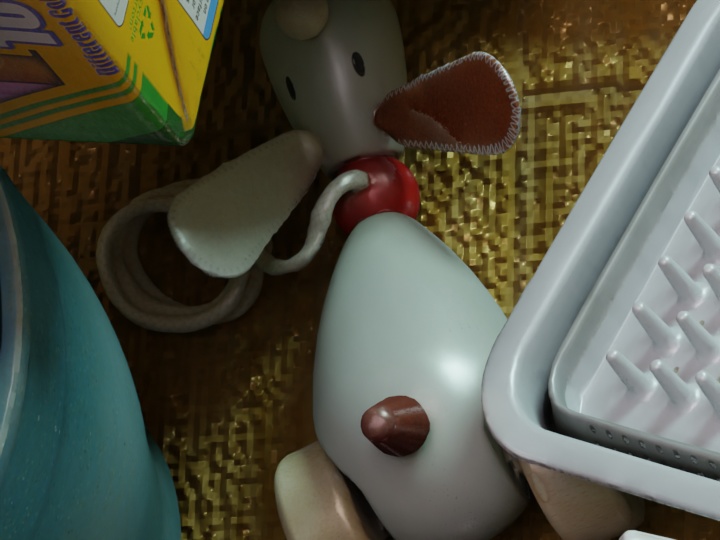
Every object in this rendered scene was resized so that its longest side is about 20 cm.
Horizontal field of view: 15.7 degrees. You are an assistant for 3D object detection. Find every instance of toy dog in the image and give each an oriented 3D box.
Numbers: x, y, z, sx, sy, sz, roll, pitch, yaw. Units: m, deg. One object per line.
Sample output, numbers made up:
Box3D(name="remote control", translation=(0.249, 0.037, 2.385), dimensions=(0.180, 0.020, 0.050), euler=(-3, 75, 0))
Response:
Box3D(name="toy dog", translation=(0.000, 0.000, 0.725), dimensions=(0.132, 0.096, 0.200), euler=(-40, 62, 1))

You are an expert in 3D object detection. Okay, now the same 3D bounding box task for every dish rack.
Box3D(name="dish rack", translation=(0.140, 0.000, 0.635), dimensions=(0.199, 0.044, 0.172), euler=(14, 65, 44))

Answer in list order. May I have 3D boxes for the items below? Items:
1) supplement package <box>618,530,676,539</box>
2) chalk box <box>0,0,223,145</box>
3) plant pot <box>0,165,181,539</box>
Box3D(name="supplement package", translation=(0.137, 0.145, 0.574), dimensions=(0.198, 0.120, 0.122), euler=(12, 73, 1))
Box3D(name="chalk box", translation=(-0.135, -0.112, 0.596), dimensions=(0.198, 0.124, 0.125), euler=(5, 68, 22))
Box3D(name="plant pot", translation=(-0.141, 0.060, 0.702), dimensions=(0.198, 0.188, 0.202), euler=(-7, 67, 17))
